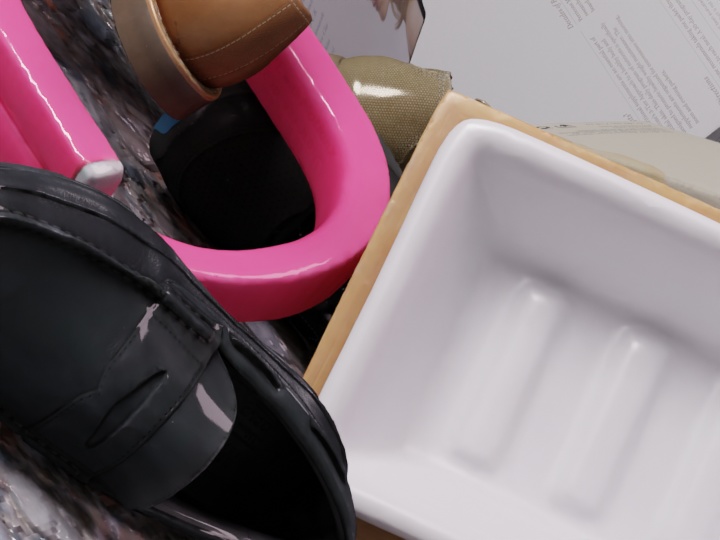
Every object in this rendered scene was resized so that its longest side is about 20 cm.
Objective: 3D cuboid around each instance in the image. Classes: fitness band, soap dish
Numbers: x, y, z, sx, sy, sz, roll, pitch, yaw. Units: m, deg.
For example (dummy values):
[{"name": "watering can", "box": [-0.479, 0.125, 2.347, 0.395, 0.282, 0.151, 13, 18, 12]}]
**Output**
[{"name": "fitness band", "box": [-0.071, -0.069, 0.904, 0.144, 0.037, 0.200, -9, 57, -42]}, {"name": "soap dish", "box": [0.085, 0.051, 0.864, 0.200, 0.157, 0.081, 25, -12, 5]}]

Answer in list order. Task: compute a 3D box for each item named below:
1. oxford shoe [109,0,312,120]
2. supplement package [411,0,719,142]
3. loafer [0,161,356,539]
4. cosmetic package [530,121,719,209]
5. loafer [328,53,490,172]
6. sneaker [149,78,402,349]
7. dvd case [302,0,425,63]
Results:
[{"name": "oxford shoe", "box": [-0.048, -0.142, 0.899, 0.071, 0.071, 0.200, 46, 25, -47]}, {"name": "supplement package", "box": [0.122, -0.073, 1.279, 0.147, 0.200, 0.191, 32, 24, -51]}, {"name": "loafer", "box": [-0.063, 0.032, 0.734, 0.201, 0.068, 0.070, 39, 10, -48]}, {"name": "cosmetic package", "box": [0.131, 0.004, 1.021, 0.073, 0.104, 0.200, -3, 12, -22]}, {"name": "loafer", "box": [0.030, -0.034, 1.092, 0.200, 0.067, 0.076, 40, 53, -66]}, {"name": "sneaker", "box": [0.000, 0.000, 0.994, 0.200, 0.073, 0.082, 38, 24, -32]}, {"name": "dvd case", "box": [-0.016, -0.129, 1.075, 0.200, 0.018, 0.143, 70, 31, -47]}]
